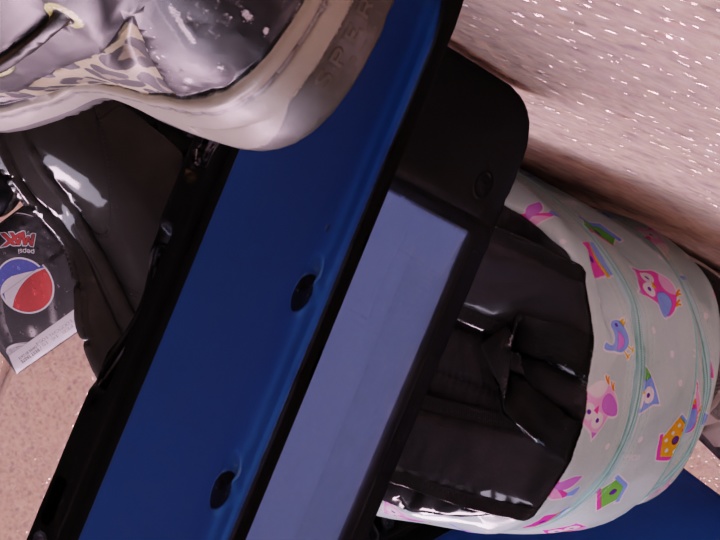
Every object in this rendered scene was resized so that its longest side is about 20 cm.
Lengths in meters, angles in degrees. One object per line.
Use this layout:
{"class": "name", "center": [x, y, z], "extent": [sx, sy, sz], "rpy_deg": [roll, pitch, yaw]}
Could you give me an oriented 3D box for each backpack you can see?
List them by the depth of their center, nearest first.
{"class": "backpack", "center": [0.033, 0.021, 0.855], "extent": [0.199, 0.168, 0.126], "rpy_deg": [18, -166, 41]}

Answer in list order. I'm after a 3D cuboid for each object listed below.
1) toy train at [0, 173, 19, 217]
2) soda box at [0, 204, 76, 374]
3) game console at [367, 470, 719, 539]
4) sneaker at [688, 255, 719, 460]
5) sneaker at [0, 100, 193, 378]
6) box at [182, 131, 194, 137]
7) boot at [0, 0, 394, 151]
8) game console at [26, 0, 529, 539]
{"class": "toy train", "center": [-0.233, -0.098, 1.017], "extent": [0.199, 0.115, 0.087], "rpy_deg": [24, 171, -16]}
{"class": "soda box", "center": [-0.128, -0.021, 1.123], "extent": [0.063, 0.071, 0.200], "rpy_deg": [54, -157, -5]}
{"class": "game console", "center": [0.057, 0.140, 0.968], "extent": [0.199, 0.119, 0.170], "rpy_deg": [-21, 170, -46]}
{"class": "sneaker", "center": [0.140, 0.033, 0.984], "extent": [0.200, 0.075, 0.115], "rpy_deg": [38, 174, -40]}
{"class": "sneaker", "center": [-0.094, -0.037, 0.939], "extent": [0.076, 0.090, 0.201], "rpy_deg": [-86, -27, -69]}
{"class": "box", "center": [0.000, 0.000, 1.072], "extent": [0.163, 0.087, 0.200], "rpy_deg": [21, 178, 15]}
{"class": "boot", "center": [-0.102, -0.088, 0.462], "extent": [0.153, 0.074, 0.203], "rpy_deg": [29, 171, -37]}
{"class": "game console", "center": [-0.004, 0.031, 0.572], "extent": [0.118, 0.201, 0.170], "rpy_deg": [22, 178, 41]}
